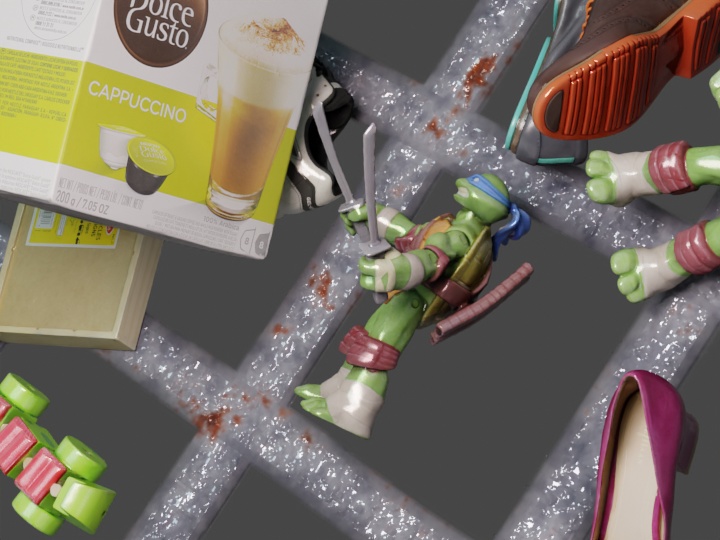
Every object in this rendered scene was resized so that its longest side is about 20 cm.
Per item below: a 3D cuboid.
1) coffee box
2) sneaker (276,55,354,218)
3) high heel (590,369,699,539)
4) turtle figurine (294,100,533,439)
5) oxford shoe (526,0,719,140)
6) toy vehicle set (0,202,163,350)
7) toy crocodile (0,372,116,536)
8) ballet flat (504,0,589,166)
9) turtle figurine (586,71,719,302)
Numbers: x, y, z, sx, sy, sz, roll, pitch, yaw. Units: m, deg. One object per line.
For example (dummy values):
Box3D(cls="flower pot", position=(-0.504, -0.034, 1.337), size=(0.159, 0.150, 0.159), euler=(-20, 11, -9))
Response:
Box3D(cls="coffee box", position=(-0.176, -0.135, 1.666), size=(0.200, 0.200, 0.198), euler=(13, 88, 44))
Box3D(cls="sneaker", position=(-0.044, -0.134, 1.748), size=(0.088, 0.076, 0.200), euler=(-6, 76, 21))
Box3D(cls="high heel", position=(0.162, 0.163, 1.481), size=(0.067, 0.096, 0.200), euler=(13, 76, 32))
Box3D(cls="turtle figurine", position=(0.000, 0.000, 1.605), size=(0.144, 0.200, 0.194), euler=(30, 95, 50))
Box3D(cls="oxford shoe", position=(0.167, -0.144, 1.580), size=(0.073, 0.071, 0.200), euler=(34, 44, 29))
Box3D(cls="toy vehicle set", position=(-0.203, -0.040, 1.817), size=(0.124, 0.027, 0.200), euler=(3, 71, 30))
Box3D(cls="toy crocodile", position=(-0.246, 0.128, 1.747), size=(0.068, 0.062, 0.200), euler=(-50, 54, 1))
Box3D(cls="ballet flat", position=(0.154, -0.158, 1.649), size=(0.073, 0.073, 0.200), euler=(4, 65, 30))
Box3D(cls="turtle figurine", position=(0.228, -0.044, 1.484), size=(0.194, 0.144, 0.200), euler=(-18, 32, 37))
